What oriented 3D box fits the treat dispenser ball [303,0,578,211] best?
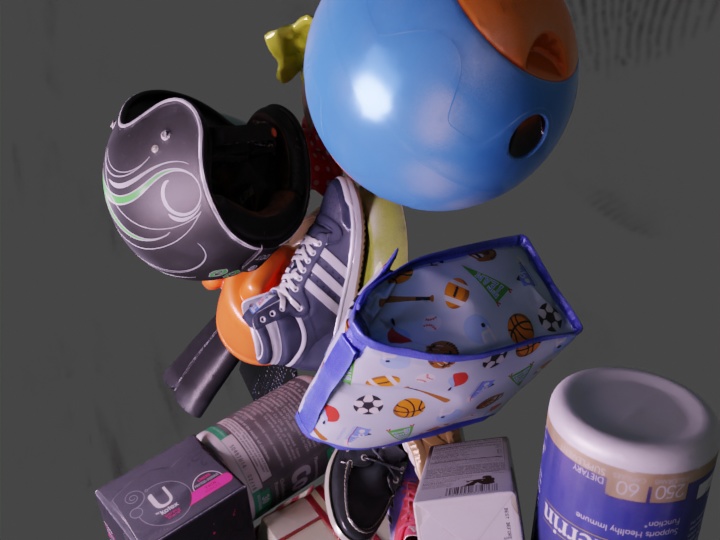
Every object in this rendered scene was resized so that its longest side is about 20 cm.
[{"bbox_3d":[0.058,-0.145,0.617,0.200,0.200,0.203,29,125,52],"label":"treat dispenser ball"}]

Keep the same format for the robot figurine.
[{"bbox_3d":[-0.108,0.041,0.973,0.200,0.143,0.118,123,139,-63],"label":"robot figurine"}]

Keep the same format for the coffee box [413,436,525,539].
[{"bbox_3d":[0.096,0.217,0.701,0.200,0.079,0.114,2,-100,-82],"label":"coffee box"}]

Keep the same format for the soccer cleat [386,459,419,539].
[{"bbox_3d":[0.058,0.260,0.845,0.201,0.068,0.074,-93,-6,-48],"label":"soccer cleat"}]

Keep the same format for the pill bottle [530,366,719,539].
[{"bbox_3d":[0.184,0.183,0.611,0.116,0.115,0.202,33,129,50],"label":"pill bottle"}]

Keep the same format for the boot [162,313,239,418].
[{"bbox_3d":[-0.175,0.117,1.140,0.200,0.066,0.165,-48,35,4],"label":"boot"}]

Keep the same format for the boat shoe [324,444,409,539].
[{"bbox_3d":[0.019,0.189,0.868,0.074,0.200,0.066,39,124,-8],"label":"boat shoe"}]

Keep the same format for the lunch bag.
[{"bbox_3d":[0.051,0.066,0.710,0.124,0.199,0.170,61,147,26],"label":"lunch bag"}]

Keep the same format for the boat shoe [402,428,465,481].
[{"bbox_3d":[0.068,0.154,0.846,0.069,0.070,0.202,126,133,-83],"label":"boat shoe"}]

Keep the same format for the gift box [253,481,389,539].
[{"bbox_3d":[-0.011,0.324,0.945,0.187,0.184,0.201,45,134,31],"label":"gift box"}]

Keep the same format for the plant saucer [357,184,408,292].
[{"bbox_3d":[0.000,0.000,0.880,0.200,0.031,0.202,-178,90,-72],"label":"plant saucer"}]

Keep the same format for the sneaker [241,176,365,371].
[{"bbox_3d":[-0.059,0.004,0.838,0.070,0.108,0.202,-151,65,-69],"label":"sneaker"}]

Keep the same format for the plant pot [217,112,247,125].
[{"bbox_3d":[-0.162,-0.106,1.059,0.199,0.134,0.202,17,113,45],"label":"plant pot"}]

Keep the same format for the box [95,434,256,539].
[{"bbox_3d":[-0.182,0.298,0.885,0.106,0.122,0.201,31,137,41],"label":"box"}]

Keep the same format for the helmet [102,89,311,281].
[{"bbox_3d":[-0.164,-0.090,0.850,0.190,0.199,0.202,-5,97,40],"label":"helmet"}]

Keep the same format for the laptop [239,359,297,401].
[{"bbox_3d":[-0.162,0.185,1.214,0.201,0.103,0.178,59,145,29],"label":"laptop"}]

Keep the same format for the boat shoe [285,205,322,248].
[{"bbox_3d":[-0.080,-0.016,1.036,0.200,0.064,0.072,-47,61,55],"label":"boat shoe"}]

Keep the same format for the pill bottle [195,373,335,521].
[{"bbox_3d":[-0.081,0.191,0.966,0.113,0.199,0.114,36,141,37],"label":"pill bottle"}]

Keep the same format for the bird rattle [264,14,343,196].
[{"bbox_3d":[-0.025,-0.159,0.860,0.162,0.112,0.202,26,126,39],"label":"bird rattle"}]
